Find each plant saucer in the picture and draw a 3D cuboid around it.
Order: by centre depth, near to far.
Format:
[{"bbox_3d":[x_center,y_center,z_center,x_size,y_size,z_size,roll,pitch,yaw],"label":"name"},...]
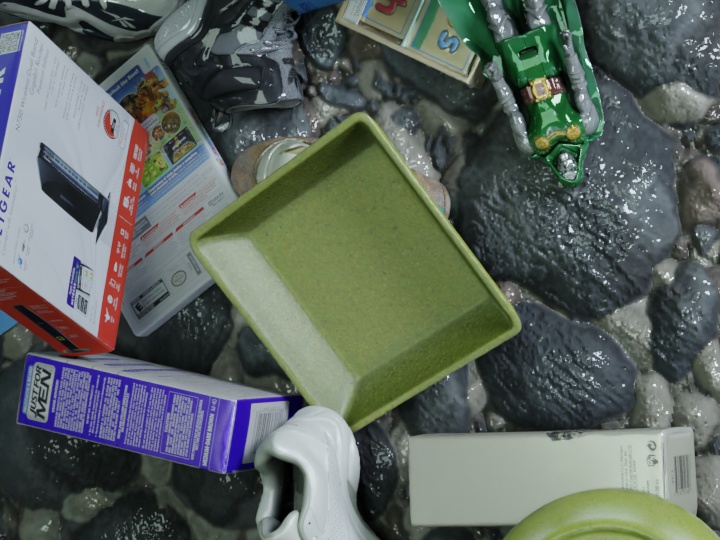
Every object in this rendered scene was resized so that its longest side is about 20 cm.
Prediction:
[{"bbox_3d":[0.169,0.248,1.307,0.199,0.031,0.201,-2,80,14],"label":"plant saucer"},{"bbox_3d":[0.000,0.000,1.457,0.200,0.048,0.200,-33,97,33],"label":"plant saucer"}]

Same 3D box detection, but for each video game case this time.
[{"bbox_3d":[-0.178,-0.067,1.608,0.143,0.018,0.201,-37,72,20],"label":"video game case"}]

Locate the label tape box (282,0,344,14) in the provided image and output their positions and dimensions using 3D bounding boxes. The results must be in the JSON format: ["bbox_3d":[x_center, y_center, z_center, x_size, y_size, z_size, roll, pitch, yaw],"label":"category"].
[{"bbox_3d":[0.016,-0.268,1.409,0.199,0.143,0.066,-23,78,12],"label":"label tape box"}]

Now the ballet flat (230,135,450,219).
[{"bbox_3d":[-0.025,-0.073,1.505,0.199,0.067,0.068,10,82,26],"label":"ballet flat"}]

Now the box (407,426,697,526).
[{"bbox_3d":[0.139,0.151,1.404,0.199,0.082,0.069,-3,86,25],"label":"box"}]

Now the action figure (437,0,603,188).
[{"bbox_3d":[0.129,-0.157,1.434,0.118,0.055,0.201,-20,93,17],"label":"action figure"}]

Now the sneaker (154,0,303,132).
[{"bbox_3d":[-0.062,-0.194,1.532,0.200,0.075,0.114,-34,81,18],"label":"sneaker"}]

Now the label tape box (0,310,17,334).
[{"bbox_3d":[-0.344,-0.048,1.663,0.144,0.063,0.201,-33,73,21],"label":"label tape box"}]

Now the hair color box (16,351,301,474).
[{"bbox_3d":[-0.161,0.111,1.537,0.199,0.109,0.065,12,93,27],"label":"hair color box"}]

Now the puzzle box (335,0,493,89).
[{"bbox_3d":[0.076,-0.257,1.490,0.133,0.025,0.201,27,98,24],"label":"puzzle box"}]

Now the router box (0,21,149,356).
[{"bbox_3d":[-0.243,-0.060,1.497,0.049,0.179,0.201,-7,62,25],"label":"router box"}]

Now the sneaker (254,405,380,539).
[{"bbox_3d":[-0.037,0.210,1.465,0.078,0.099,0.201,-22,87,37],"label":"sneaker"}]

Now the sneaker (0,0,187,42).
[{"bbox_3d":[-0.251,-0.242,1.592,0.198,0.129,0.080,16,95,26],"label":"sneaker"}]
